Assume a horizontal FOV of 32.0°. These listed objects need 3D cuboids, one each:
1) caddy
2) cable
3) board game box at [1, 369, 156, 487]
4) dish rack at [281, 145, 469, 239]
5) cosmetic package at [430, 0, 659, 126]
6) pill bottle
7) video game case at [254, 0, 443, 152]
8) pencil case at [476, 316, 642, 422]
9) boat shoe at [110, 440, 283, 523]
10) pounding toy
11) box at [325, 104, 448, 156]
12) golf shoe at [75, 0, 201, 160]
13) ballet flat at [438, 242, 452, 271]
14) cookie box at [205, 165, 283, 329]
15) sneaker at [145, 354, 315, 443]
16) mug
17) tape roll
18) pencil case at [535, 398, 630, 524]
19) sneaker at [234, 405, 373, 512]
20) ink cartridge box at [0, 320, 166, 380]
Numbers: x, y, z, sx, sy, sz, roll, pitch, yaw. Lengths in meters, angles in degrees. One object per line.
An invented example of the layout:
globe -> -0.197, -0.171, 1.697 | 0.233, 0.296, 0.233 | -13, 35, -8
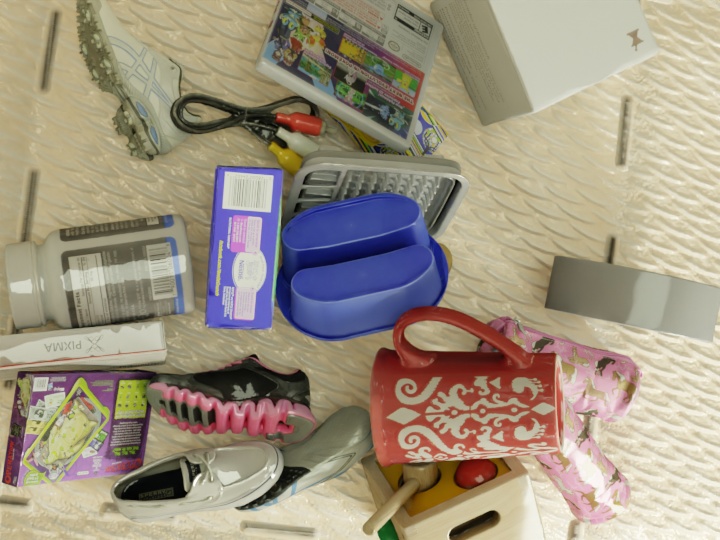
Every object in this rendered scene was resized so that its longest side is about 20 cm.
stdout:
caddy -> 0.000, 0.000, 1.410 | 0.199, 0.105, 0.142 | -12, 57, -2
cable -> -0.115, -0.173, 1.444 | 0.199, 0.050, 0.098 | 21, 85, -30
board game box -> -0.305, 0.169, 1.381 | 0.032, 0.200, 0.121 | 5, 88, 30
dish rack -> 0.014, -0.090, 1.446 | 0.199, 0.172, 0.044 | 4, 63, -11
cosmetic package -> 0.206, -0.280, 1.447 | 0.167, 0.200, 0.167 | -26, 97, -10
pill bottle -> -0.290, 0.005, 1.403 | 0.199, 0.114, 0.115 | -8, 94, -11
video game case -> -0.008, -0.255, 1.427 | 0.199, 0.023, 0.183 | 28, 61, -21
pencil case -> 0.241, 0.122, 1.531 | 0.199, 0.087, 0.083 | 18, 57, -12
boat shoe -> -0.188, 0.235, 1.435 | 0.199, 0.066, 0.072 | -12, 64, 4
pounding toy -> 0.085, 0.261, 1.434 | 0.199, 0.184, 0.143 | -22, 116, -10
box -> 0.006, -0.201, 1.469 | 0.200, 0.064, 0.070 | 46, 57, -9
golf shoe -> -0.254, -0.230, 1.433 | 0.097, 0.078, 0.201 | -29, 103, -26
ballet flat -> 0.026, 0.021, 1.492 | 0.199, 0.063, 0.069 | -23, 95, -10
cookie box -> -0.128, -0.026, 1.387 | 0.075, 0.200, 0.172 | 4, 92, -5
sneaker -> -0.149, 0.139, 1.464 | 0.199, 0.079, 0.096 | 10, 52, -9
mug -> 0.116, 0.136, 1.365 | 0.199, 0.178, 0.134 | -2, 53, 14
tape roll -> 0.321, 0.034, 1.482 | 0.199, 0.200, 0.067 | 11, 90, -11
pencil case -> 0.247, 0.221, 1.498 | 0.082, 0.087, 0.200 | -27, 122, 21
sneaker -> -0.064, 0.232, 1.484 | 0.199, 0.072, 0.073 | -30, 138, 1
ink cartridge box -> -0.312, 0.085, 1.368 | 0.199, 0.176, 0.045 | -5, 82, -11
